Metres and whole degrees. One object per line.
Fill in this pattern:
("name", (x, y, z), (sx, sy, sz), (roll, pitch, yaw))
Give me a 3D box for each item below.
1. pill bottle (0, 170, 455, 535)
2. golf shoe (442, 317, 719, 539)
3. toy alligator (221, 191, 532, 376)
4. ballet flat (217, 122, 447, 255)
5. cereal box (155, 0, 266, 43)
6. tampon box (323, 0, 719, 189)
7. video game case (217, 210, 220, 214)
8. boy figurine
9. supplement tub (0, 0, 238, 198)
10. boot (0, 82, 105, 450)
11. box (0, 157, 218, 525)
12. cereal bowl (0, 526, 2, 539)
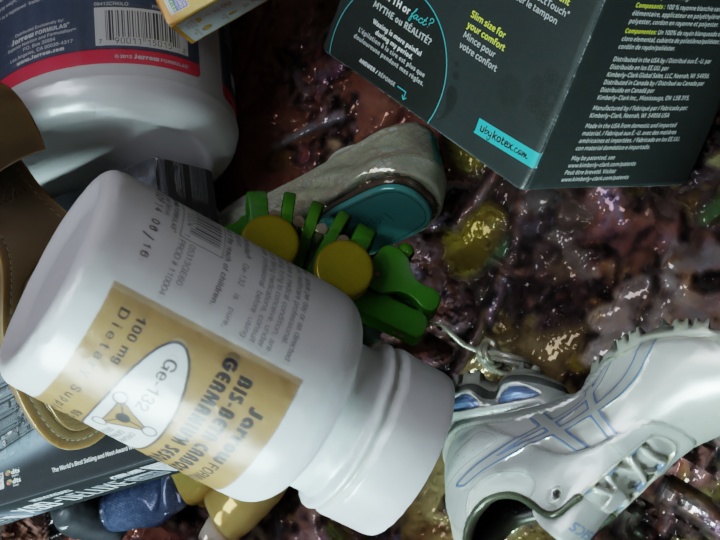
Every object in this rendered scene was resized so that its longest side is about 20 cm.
("pill bottle", (-0.061, 0.046, 1.049), (0.114, 0.200, 0.114), (-54, 17, 25))
("golf shoe", (0.122, 0.086, 1.023), (0.200, 0.078, 0.097), (-21, 49, 40))
("toy alligator", (0.000, 0.000, 1.117), (0.200, 0.059, 0.054), (19, 70, 0))
("ballet flat", (-0.036, -0.022, 1.186), (0.200, 0.067, 0.062), (-23, 42, 27))
("cereal box", (-0.037, -0.228, 1.128), (0.200, 0.040, 0.144), (-30, 73, 9))
("tampon box", (0.103, -0.159, 1.032), (0.150, 0.126, 0.200), (39, 119, 35))
("video game case", (-0.180, -0.010, 1.301), (0.200, 0.022, 0.182), (-47, 59, 19))
("boy figurine", (-0.081, 0.093, 1.187), (0.200, 0.064, 0.125), (-24, 66, 33))
("supplement tub", (-0.143, -0.145, 1.215), (0.140, 0.140, 0.200), (-22, 60, 31))
("boot", (-0.202, -0.002, 1.144), (0.155, 0.077, 0.200), (-6, 111, 56))
("box", (-0.158, 0.044, 1.183), (0.200, 0.050, 0.158), (-18, 72, 35))
("cereal bowl", (-0.287, 0.162, 1.307), (0.200, 0.083, 0.200), (-6, 79, 34))
